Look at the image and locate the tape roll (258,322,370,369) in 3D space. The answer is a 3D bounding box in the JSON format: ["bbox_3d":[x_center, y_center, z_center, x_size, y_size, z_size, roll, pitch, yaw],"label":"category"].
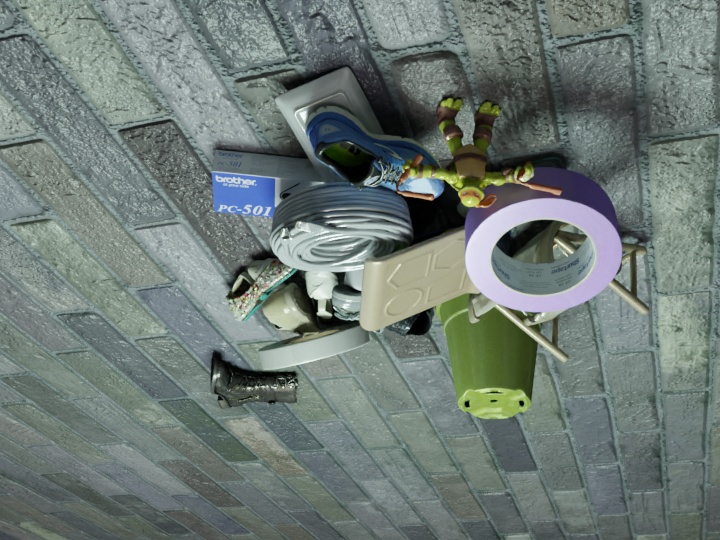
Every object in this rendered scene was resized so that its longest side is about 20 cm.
[{"bbox_3d":[-0.083,0.133,1.533,0.202,0.037,0.203,-15,-179,0],"label":"tape roll"}]

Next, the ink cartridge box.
[{"bbox_3d":[-0.110,-0.118,1.242,0.199,0.044,0.094,6,146,-3],"label":"ink cartridge box"}]

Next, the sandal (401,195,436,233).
[{"bbox_3d":[0.043,-0.054,1.316,0.075,0.048,0.200,25,144,-29],"label":"sandal"}]

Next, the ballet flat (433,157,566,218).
[{"bbox_3d":[0.193,-0.104,1.210,0.199,0.073,0.073,-14,143,26],"label":"ballet flat"}]

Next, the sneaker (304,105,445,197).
[{"bbox_3d":[0.019,-0.130,1.095,0.199,0.089,0.079,19,130,-21],"label":"sneaker"}]

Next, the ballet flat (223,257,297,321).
[{"bbox_3d":[-0.173,0.022,1.451,0.064,0.076,0.200,47,132,-2],"label":"ballet flat"}]

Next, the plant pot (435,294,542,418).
[{"bbox_3d":[0.226,0.145,1.480,0.199,0.191,0.200,3,148,2],"label":"plant pot"}]

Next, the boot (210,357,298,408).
[{"bbox_3d":[-0.216,0.231,1.789,0.173,0.070,0.200,-4,151,2],"label":"boot"}]

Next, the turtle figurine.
[{"bbox_3d":[0.145,-0.137,1.077,0.199,0.162,0.065,0,147,6],"label":"turtle figurine"}]

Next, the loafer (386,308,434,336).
[{"bbox_3d":[0.088,0.083,1.448,0.070,0.068,0.200,35,-171,20],"label":"loafer"}]

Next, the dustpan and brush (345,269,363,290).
[{"bbox_3d":[0.000,0.000,1.364,0.199,0.058,0.140,11,-175,-16],"label":"dustpan and brush"}]

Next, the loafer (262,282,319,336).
[{"bbox_3d":[-0.118,0.068,1.471,0.068,0.076,0.200,-13,161,6],"label":"loafer"}]

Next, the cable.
[{"bbox_3d":[-0.027,-0.055,1.200,0.199,0.070,0.200,-2,161,-16],"label":"cable"}]

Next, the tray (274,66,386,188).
[{"bbox_3d":[-0.022,-0.165,1.135,0.107,0.022,0.200,-19,132,14],"label":"tray"}]

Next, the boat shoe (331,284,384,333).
[{"bbox_3d":[0.005,0.065,1.431,0.074,0.065,0.202,14,177,20],"label":"boat shoe"}]

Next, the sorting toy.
[{"bbox_3d":[0.093,0.004,1.248,0.199,0.037,0.185,-17,149,-14],"label":"sorting toy"}]

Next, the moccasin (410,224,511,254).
[{"bbox_3d":[0.137,-0.024,1.337,0.200,0.068,0.080,-21,141,38],"label":"moccasin"}]

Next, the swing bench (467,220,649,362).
[{"bbox_3d":[0.303,0.019,1.339,0.199,0.130,0.199,24,143,-19],"label":"swing bench"}]

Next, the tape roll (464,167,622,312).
[{"bbox_3d":[0.237,-0.037,1.132,0.199,0.066,0.201,4,135,4],"label":"tape roll"}]

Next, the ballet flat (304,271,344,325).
[{"bbox_3d":[-0.058,0.029,1.442,0.068,0.069,0.200,0,147,8],"label":"ballet flat"}]
